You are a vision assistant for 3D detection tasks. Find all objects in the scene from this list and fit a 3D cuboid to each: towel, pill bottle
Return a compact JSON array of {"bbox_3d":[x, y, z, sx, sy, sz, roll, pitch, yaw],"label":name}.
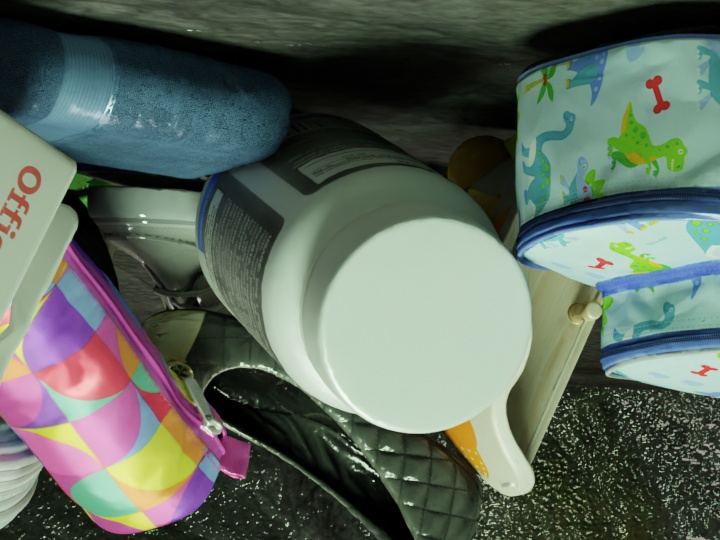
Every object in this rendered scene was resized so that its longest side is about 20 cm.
[{"bbox_3d":[-0.137,-0.082,1.121,0.200,0.049,0.112,9,171,-34],"label":"towel"},{"bbox_3d":[0.000,0.000,1.136,0.113,0.114,0.200,5,-168,-18],"label":"pill bottle"}]

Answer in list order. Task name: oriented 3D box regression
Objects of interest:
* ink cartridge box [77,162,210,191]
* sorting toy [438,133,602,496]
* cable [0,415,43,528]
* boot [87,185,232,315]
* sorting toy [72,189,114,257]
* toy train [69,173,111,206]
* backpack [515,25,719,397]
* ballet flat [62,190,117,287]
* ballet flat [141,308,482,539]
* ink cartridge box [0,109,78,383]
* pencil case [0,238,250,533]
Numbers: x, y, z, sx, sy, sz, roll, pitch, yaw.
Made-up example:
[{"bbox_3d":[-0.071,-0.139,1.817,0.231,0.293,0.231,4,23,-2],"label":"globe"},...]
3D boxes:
[{"bbox_3d":[-0.065,-0.056,1.323,0.094,0.044,0.200,3,174,23],"label":"ink cartridge box"},{"bbox_3d":[0.084,-0.008,1.210,0.107,0.200,0.180,26,168,-2],"label":"sorting toy"},{"bbox_3d":[-0.235,0.045,1.223,0.200,0.069,0.200,47,-159,20],"label":"cable"},{"bbox_3d":[-0.075,0.012,1.302,0.073,0.096,0.200,3,174,32],"label":"boot"},{"bbox_3d":[-0.254,0.011,1.532,0.199,0.070,0.199,4,-159,-2],"label":"sorting toy"},{"bbox_3d":[-0.132,-0.054,1.410,0.056,0.042,0.200,-14,164,37],"label":"toy train"},{"bbox_3d":[0.168,-0.022,1.057,0.200,0.147,0.183,13,166,-30],"label":"backpack"},{"bbox_3d":[-0.168,-0.012,1.253,0.057,0.067,0.200,-16,149,11],"label":"ballet flat"},{"bbox_3d":[-0.027,0.082,1.259,0.200,0.057,0.067,31,139,-1],"label":"ballet flat"},{"bbox_3d":[-0.225,-0.022,1.009,0.200,0.129,0.125,37,156,-27],"label":"ink cartridge box"},{"bbox_3d":[-0.134,0.040,1.171,0.088,0.089,0.200,-1,142,34],"label":"pencil case"}]
